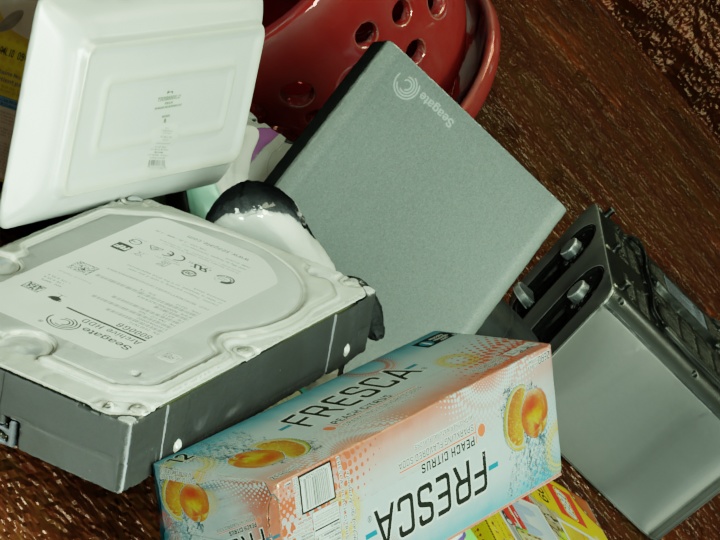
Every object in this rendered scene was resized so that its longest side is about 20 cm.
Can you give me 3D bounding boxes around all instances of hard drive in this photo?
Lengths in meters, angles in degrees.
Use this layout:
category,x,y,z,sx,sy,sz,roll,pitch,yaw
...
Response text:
category,x,y,z,sx,sy,sz,roll,pitch,yaw
hard drive,-0.100,0.024,1.096,0.139,0.038,0.200,21,25,25
hard drive,0.000,0.000,1.339,0.139,0.200,0.033,42,-13,-20

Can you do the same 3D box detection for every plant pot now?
category,x,y,z,sx,sy,sz,roll,pitch,yaw
plant pot,-0.022,-0.164,1.670,0.182,0.200,0.201,44,14,-42

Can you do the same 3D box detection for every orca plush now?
category,x,y,z,sx,sy,sz,roll,pitch,yaw
orca plush,-0.029,0.023,1.274,0.200,0.105,0.071,55,24,-35

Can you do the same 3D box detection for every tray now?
category,x,y,z,sx,sy,sz,roll,pitch,yaw
tray,-0.098,-0.079,1.194,0.022,0.108,0.200,20,16,23

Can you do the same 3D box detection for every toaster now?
category,x,y,z,sx,sy,sz,roll,pitch,yaw
toaster,0.199,0.074,1.819,0.200,0.119,0.181,43,17,-15

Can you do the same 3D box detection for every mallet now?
category,x,y,z,sx,sy,sz,roll,pitch,yaw
mallet,0.020,0.015,1.488,0.199,0.041,0.066,21,-19,47

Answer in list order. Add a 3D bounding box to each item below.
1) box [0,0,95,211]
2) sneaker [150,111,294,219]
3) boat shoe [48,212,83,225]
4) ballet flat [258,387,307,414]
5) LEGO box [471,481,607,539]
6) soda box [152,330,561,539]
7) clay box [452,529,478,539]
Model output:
category,x,y,z,sx,sy,sz,roll,pitch,yaw
box,-0.142,-0.139,1.224,0.117,0.201,0.048,19,7,21
sneaker,-0.053,-0.053,1.431,0.139,0.078,0.200,9,30,-19
boat shoe,-0.146,-0.073,1.299,0.200,0.074,0.076,51,-11,10
ballet flat,-0.093,0.049,1.182,0.069,0.070,0.200,35,-5,-38
LEGO box,0.090,0.191,1.334,0.149,0.077,0.201,32,22,-43
soda box,0.003,0.084,1.066,0.199,0.068,0.064,-22,112,-50
clay box,0.027,0.160,1.179,0.047,0.115,0.200,-26,68,-27
